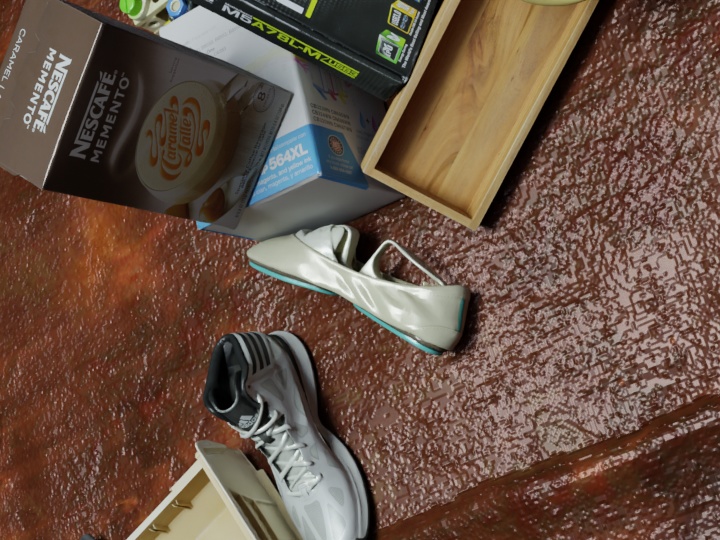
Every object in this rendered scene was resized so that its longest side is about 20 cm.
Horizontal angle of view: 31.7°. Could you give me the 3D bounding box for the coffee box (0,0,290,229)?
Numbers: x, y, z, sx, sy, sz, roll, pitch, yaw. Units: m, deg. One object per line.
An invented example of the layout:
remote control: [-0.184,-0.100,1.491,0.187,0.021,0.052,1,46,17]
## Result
coffee box: [-0.152,-0.105,0.879,0.079,0.199,0.116,28,101,32]

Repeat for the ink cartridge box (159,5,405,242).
ink cartridge box: [-0.066,-0.140,1.021,0.124,0.128,0.203,-21,74,30]

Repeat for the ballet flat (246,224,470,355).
ballet flat: [0.000,0.000,1.001,0.198,0.069,0.070,25,98,24]

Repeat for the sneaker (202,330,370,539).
sneaker: [-0.070,0.140,1.000,0.075,0.115,0.203,-34,67,26]

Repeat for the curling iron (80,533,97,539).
curling iron: [-0.176,0.282,1.110,0.198,0.025,0.050,24,91,34]

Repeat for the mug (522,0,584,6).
mug: [0.119,-0.267,0.854,0.147,0.188,0.154,-20,44,-7]

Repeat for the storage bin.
storage bin: [-0.131,0.274,1.013,0.200,0.093,0.199,-46,58,12]

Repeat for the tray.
tray: [0.089,-0.143,0.942,0.098,0.037,0.202,26,101,-11]

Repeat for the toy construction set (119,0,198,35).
toy construction set: [-0.149,-0.284,1.124,0.199,0.091,0.133,-37,65,37]

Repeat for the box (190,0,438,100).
box: [-0.023,-0.258,0.950,0.202,0.191,0.047,-68,14,-18]
